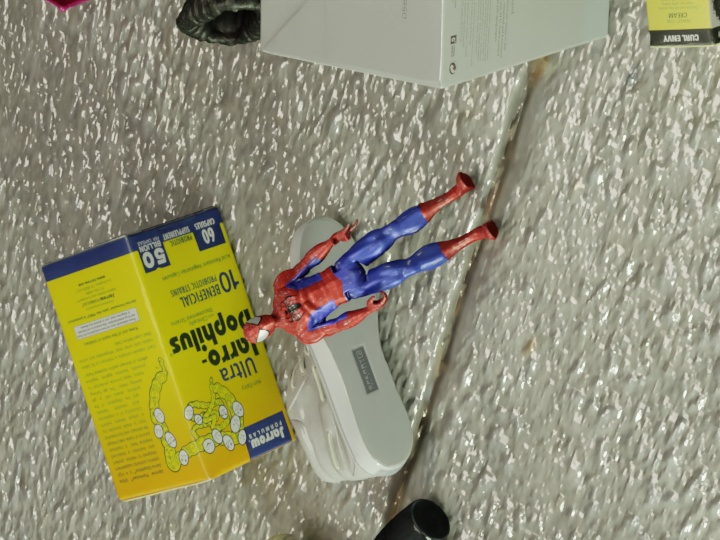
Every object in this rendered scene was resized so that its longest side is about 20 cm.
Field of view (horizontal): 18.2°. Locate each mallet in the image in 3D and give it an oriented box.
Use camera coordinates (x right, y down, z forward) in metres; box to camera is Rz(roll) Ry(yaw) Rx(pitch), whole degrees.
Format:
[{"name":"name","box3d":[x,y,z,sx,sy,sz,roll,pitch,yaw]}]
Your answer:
[{"name":"mallet","box3d":[0.079,0.271,1.713,0.066,0.041,0.201,-37,83,40]}]

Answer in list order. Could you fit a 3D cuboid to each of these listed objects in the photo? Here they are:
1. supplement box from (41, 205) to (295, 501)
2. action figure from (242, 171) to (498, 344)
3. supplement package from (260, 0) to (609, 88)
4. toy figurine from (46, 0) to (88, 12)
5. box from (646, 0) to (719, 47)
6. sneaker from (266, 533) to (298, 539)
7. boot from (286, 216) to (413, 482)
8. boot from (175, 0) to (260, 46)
[{"name":"supplement box","box3d":[-0.152,0.066,1.789,0.109,0.109,0.201,-17,93,41]},{"name":"action figure","box3d":[0.000,0.000,1.627,0.199,0.052,0.066,-30,88,14]},{"name":"supplement package","box3d":[0.053,-0.221,1.470,0.150,0.199,0.153,15,113,35]},{"name":"toy figurine","box3d":[-0.225,-0.268,1.713,0.184,0.199,0.151,-28,60,52]},{"name":"box","box3d":[0.210,-0.245,1.419,0.050,0.075,0.202,2,104,37]},{"name":"sneaker","box3d":[0.000,0.278,1.763,0.200,0.075,0.081,49,114,14]},{"name":"boot","box3d":[-0.030,0.065,1.715,0.095,0.073,0.201,-20,84,49]},{"name":"boot","box3d":[-0.093,-0.257,1.569,0.079,0.211,0.159,6,76,8]}]
